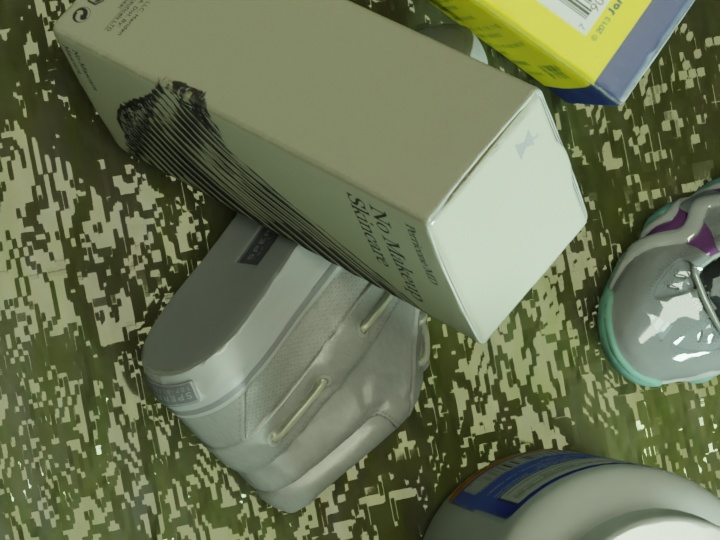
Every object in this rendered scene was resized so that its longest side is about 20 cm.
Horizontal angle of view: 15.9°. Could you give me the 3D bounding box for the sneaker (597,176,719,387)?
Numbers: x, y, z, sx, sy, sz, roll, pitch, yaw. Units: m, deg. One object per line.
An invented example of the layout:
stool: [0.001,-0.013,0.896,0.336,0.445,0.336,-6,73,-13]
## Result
sneaker: [0.193,-0.017,1.025,0.200,0.140,0.078,-32,94,-9]

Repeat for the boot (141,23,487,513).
boot: [0.000,0.000,1.038,0.200,0.073,0.096,-51,125,-18]

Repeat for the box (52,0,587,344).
box: [-0.017,-0.056,0.963,0.200,0.082,0.068,28,68,36]

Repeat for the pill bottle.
pill bottle: [0.091,0.128,0.975,0.112,0.200,0.112,0,89,-9]

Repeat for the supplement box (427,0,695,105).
supplement box: [0.044,-0.165,1.013,0.200,0.109,0.110,35,91,-8]
